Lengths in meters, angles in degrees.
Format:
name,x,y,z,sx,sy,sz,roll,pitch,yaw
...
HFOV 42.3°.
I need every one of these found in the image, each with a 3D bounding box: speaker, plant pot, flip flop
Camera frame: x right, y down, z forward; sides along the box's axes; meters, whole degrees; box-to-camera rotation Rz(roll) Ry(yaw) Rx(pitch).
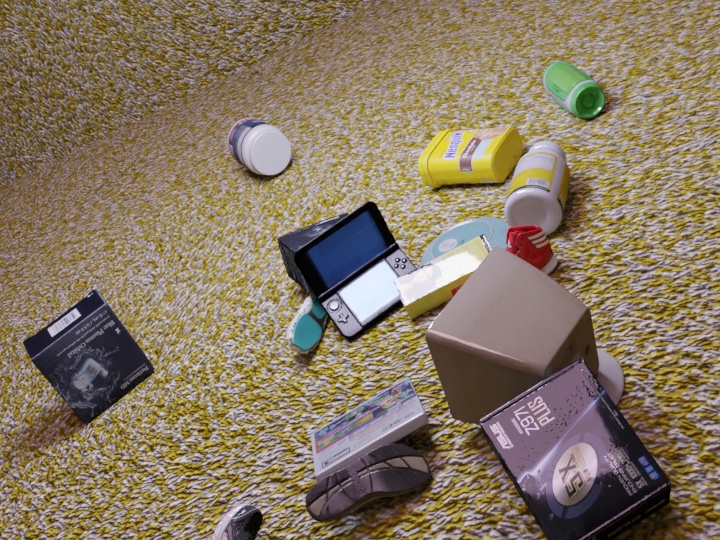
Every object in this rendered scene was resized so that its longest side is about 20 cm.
name,x,y,z,sx,sy,sz,roll,pitch,yaw
speaker,0.481,-0.412,2.107,0.088,0.089,0.201,-28,29,4
plant pot,0.239,0.118,1.374,0.175,0.202,0.200,18,54,38
flip flop,0.011,0.329,1.419,0.197,0.058,0.082,-24,59,-7

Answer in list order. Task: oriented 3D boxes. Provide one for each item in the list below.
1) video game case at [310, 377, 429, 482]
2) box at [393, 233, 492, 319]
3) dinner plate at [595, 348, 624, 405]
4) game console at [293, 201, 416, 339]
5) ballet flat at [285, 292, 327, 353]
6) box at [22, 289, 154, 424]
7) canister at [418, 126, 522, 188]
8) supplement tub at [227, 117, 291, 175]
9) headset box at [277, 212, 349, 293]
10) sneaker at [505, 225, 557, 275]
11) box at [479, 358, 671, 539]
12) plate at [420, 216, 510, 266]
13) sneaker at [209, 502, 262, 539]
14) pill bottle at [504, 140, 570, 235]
name,x,y,z,sx,sy,sz,roll,pitch,yaw
video game case,0.010,0.259,1.522,0.198,0.023,0.182,-31,12,1
box,0.166,0.011,1.763,0.198,0.050,0.076,-28,48,4
dinner plate,0.304,0.181,1.425,0.198,0.024,0.201,-23,29,14
game console,0.000,0.000,1.819,0.199,0.117,0.176,-34,57,-7
ballet flat,-0.106,0.106,1.879,0.071,0.072,0.201,-11,30,30
box,-0.595,0.188,2.046,0.196,0.201,0.117,-38,30,-14
canister,0.248,-0.255,2.080,0.198,0.087,0.149,2,43,41
supplement tub,-0.289,-0.354,2.659,0.140,0.141,0.200,-37,30,-12
headset box,-0.066,-0.039,1.951,0.172,0.094,0.200,-20,16,-12
sneaker,0.259,-0.006,1.654,0.200,0.116,0.078,-43,32,-22
box,0.275,0.246,1.200,0.162,0.086,0.201,-30,58,-1
plate,0.206,-0.051,1.866,0.198,0.026,0.201,-22,31,14
sneaker,-0.193,0.458,1.416,0.085,0.081,0.202,6,53,30
pill bottle,0.351,-0.165,1.819,0.111,0.113,0.201,-11,34,30
